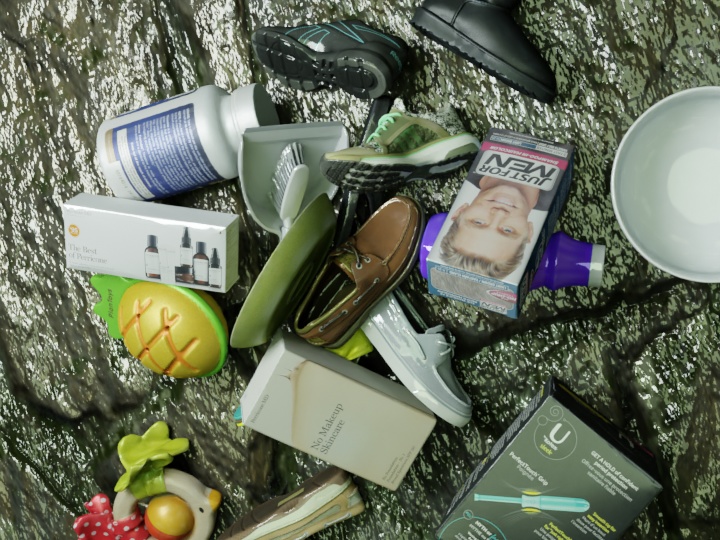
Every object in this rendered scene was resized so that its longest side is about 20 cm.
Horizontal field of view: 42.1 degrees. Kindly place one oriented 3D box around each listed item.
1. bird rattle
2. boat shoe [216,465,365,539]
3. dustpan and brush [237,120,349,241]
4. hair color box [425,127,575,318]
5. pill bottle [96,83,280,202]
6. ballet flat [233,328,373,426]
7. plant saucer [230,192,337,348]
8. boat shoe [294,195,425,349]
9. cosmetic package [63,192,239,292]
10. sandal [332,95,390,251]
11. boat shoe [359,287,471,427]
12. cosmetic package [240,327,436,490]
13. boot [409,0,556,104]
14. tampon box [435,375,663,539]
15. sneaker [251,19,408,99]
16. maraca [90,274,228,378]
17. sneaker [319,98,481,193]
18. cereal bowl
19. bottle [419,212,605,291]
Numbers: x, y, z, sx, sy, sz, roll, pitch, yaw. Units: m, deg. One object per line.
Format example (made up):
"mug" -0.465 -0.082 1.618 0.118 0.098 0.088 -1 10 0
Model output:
"bird rattle" -0.264 0.305 1.171 0.162 0.113 0.201 26 104 -6
"boat shoe" -0.086 0.317 1.141 0.199 0.072 0.076 -30 98 14
"dustpan and brush" -0.085 -0.072 1.101 0.057 0.139 0.201 55 141 37
"hair color box" 0.151 -0.055 0.989 0.099 0.061 0.201 16 57 19
"pill bottle" -0.199 -0.153 1.108 0.199 0.111 0.112 -14 91 15
"ballet flat" -0.064 0.136 1.125 0.200 0.067 0.067 -43 104 12
"plant saucer" -0.078 0.007 1.045 0.031 0.200 0.201 30 101 5
"boat shoe" 0.000 0.000 1.045 0.072 0.068 0.201 34 95 35
"cosmetic package" -0.242 -0.033 1.086 0.198 0.051 0.083 8 111 10
"sandal" 0.010 -0.102 1.082 0.048 0.075 0.202 16 99 -6
"boat shoe" 0.070 0.087 1.080 0.071 0.070 0.201 -43 81 17
"cosmetic package" -0.026 0.159 1.069 0.199 0.073 0.104 25 101 -17
"boot" 0.166 -0.298 1.028 0.198 0.073 0.163 34 98 10
"tampon box" 0.206 0.245 1.028 0.150 0.126 0.200 39 101 8
"sneaker" -0.036 -0.252 1.088 0.199 0.076 0.079 20 56 26
"maraca" -0.246 0.061 1.139 0.199 0.107 0.138 20 124 19
"sneaker" 0.038 -0.143 1.035 0.077 0.199 0.089 -42 64 57
"cereal bowl" 0.364 -0.090 0.984 0.198 0.083 0.202 1 95 14
"bottle" 0.169 -0.016 1.040 0.198 0.084 0.066 7 130 13
